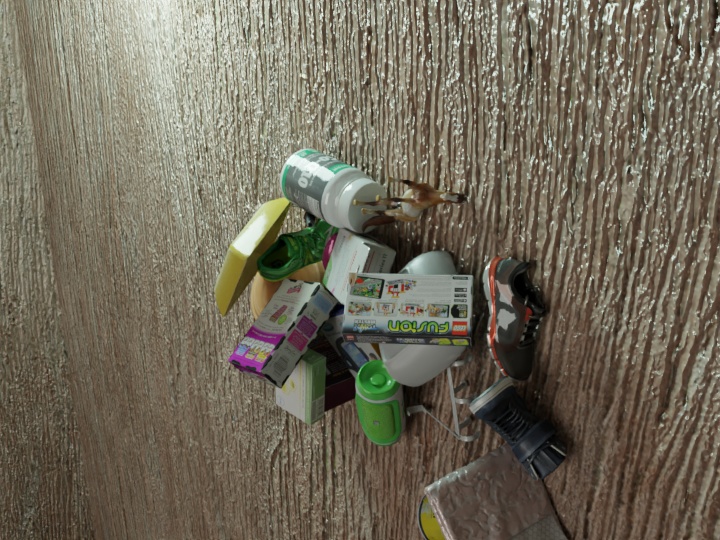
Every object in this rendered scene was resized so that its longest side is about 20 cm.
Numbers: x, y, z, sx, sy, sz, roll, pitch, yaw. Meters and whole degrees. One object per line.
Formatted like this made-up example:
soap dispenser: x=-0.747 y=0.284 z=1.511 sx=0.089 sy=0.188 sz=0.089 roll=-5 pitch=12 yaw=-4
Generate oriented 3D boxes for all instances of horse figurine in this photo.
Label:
horse figurine: x=0.072 y=-0.112 z=1.322 sx=0.200 sy=0.132 sz=0.050 roll=149 pitch=122 yaw=-61

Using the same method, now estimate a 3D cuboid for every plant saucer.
plant saucer: x=-0.218 y=-0.036 z=1.541 sx=0.048 sy=0.200 sz=0.200 roll=31 pitch=137 yaw=0
plant saucer: x=-0.147 y=0.037 z=1.627 sx=0.200 sy=0.032 sz=0.201 roll=-11 pitch=67 yaw=28

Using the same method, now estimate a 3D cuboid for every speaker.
speaker: x=0.039 y=0.250 z=1.472 sx=0.088 sy=0.088 sz=0.200 roll=44 pitch=157 yaw=33

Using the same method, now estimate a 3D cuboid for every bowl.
bowl: x=0.090 y=0.080 z=1.336 sx=0.200 sy=0.075 sz=0.200 roll=-46 pitch=44 yaw=46

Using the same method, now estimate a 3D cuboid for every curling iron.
curling iron: x=-0.108 y=-0.109 z=1.532 sx=0.200 sy=0.050 sz=0.026 roll=-119 pitch=40 yaw=-68

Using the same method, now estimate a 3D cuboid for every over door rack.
over door rack: x=0.144 y=0.201 z=1.390 sx=0.200 sy=0.067 sz=0.148 roll=11 pitch=111 yaw=63

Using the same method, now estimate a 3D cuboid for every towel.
towel: x=0.220 y=0.389 z=1.247 sx=0.191 sy=0.200 sz=0.032 roll=66 pitch=151 yaw=9

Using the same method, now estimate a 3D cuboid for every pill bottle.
pill bottle: x=0.191 y=0.420 z=1.358 sx=0.200 sy=0.112 sz=0.112 roll=-37 pitch=74 yaw=57
pill bottle: x=-0.049 y=-0.145 z=1.452 sx=0.200 sy=0.113 sz=0.113 roll=30 pitch=126 yaw=42

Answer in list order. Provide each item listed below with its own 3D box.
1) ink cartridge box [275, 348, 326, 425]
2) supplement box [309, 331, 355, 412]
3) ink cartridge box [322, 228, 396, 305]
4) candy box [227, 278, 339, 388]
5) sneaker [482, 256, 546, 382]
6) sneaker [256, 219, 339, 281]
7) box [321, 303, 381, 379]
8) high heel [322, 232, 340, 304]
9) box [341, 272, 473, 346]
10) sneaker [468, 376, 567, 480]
ink cartridge box: x=-0.153 y=0.201 z=1.581 sx=0.200 sy=0.048 sz=0.146 roll=24 pitch=123 yaw=35
supplement box: x=-0.094 y=0.189 z=1.647 sx=0.200 sy=0.110 sz=0.086 roll=46 pitch=136 yaw=32
ink cartridge box: x=0.000 y=0.000 z=1.395 sx=0.200 sy=0.067 sz=0.117 roll=-138 pitch=65 yaw=-70
candy box: x=-0.145 y=0.114 z=1.485 sx=0.061 sy=0.200 sz=0.136 roll=43 pitch=160 yaw=-30
sneaker: x=0.242 y=0.078 z=1.202 sx=0.082 sy=0.077 sz=0.200 roll=-3 pitch=104 yaw=43
sneaker: x=-0.113 y=-0.044 z=1.531 sx=0.074 sy=0.200 sz=0.084 roll=57 pitch=-178 yaw=15
box: x=-0.003 y=0.140 z=1.512 sx=0.119 sy=0.041 sz=0.200 roll=-19 pitch=112 yaw=52
high heel: x=-0.024 y=0.027 z=1.520 sx=0.096 sy=0.067 sz=0.200 roll=43 pitch=140 yaw=47
box: x=0.075 y=0.060 z=1.239 sx=0.035 sy=0.200 sz=0.110 roll=74 pitch=-160 yaw=-61
sneaker: x=0.242 y=0.241 z=1.192 sx=0.077 sy=0.202 sz=0.146 roll=-40 pitch=66 yaw=9
